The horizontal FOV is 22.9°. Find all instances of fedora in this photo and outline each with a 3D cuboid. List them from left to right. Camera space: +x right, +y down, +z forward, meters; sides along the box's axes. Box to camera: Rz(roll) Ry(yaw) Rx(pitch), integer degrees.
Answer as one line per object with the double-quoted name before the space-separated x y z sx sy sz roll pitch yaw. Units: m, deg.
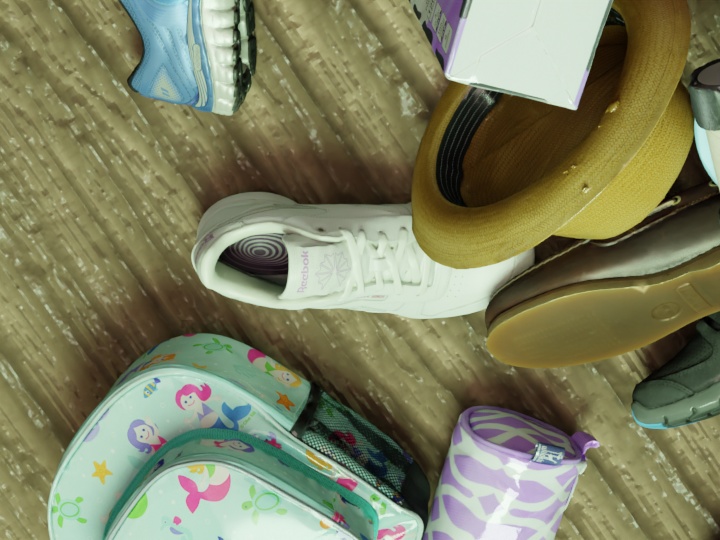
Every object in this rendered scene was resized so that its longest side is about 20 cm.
"fedora" 0.115 -0.071 0.963 0.082 0.201 0.201 33 107 -29

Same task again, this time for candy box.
"candy box" 0.082 -0.196 0.895 0.071 0.200 0.168 12 112 -12

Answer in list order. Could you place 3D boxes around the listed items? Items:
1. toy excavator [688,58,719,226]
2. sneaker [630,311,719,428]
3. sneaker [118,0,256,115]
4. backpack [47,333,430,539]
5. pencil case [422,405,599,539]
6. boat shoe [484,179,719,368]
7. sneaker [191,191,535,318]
"toy excavator" 0.276 -0.102 0.930 0.194 0.200 0.100 -10 114 22
"sneaker" 0.235 0.020 1.026 0.200 0.073 0.082 -34 78 11
"sneaker" -0.109 -0.184 0.989 0.089 0.079 0.201 2 110 7
"backpack" -0.080 0.143 1.043 0.200 0.151 0.178 39 108 0
"pencil case" 0.076 0.178 1.070 0.085 0.084 0.201 9 108 -22
"boat shoe" 0.163 -0.003 0.997 0.199 0.071 0.070 -17 142 17
"sneaker" 0.000 0.000 1.018 0.199 0.100 0.075 1 104 4
